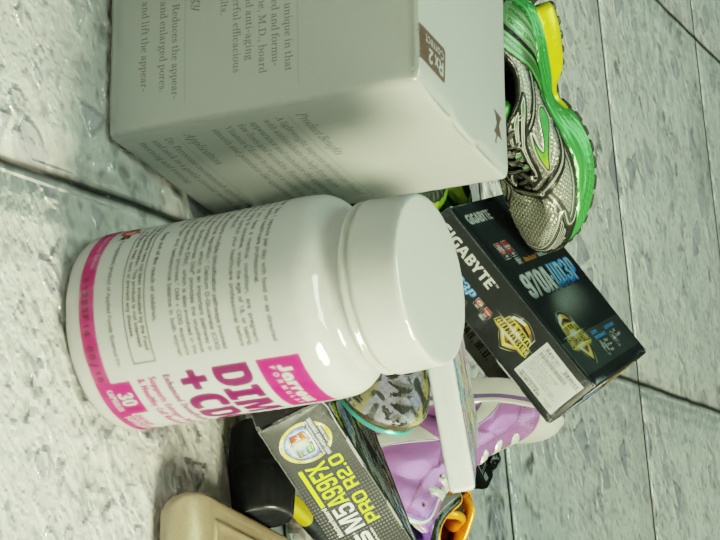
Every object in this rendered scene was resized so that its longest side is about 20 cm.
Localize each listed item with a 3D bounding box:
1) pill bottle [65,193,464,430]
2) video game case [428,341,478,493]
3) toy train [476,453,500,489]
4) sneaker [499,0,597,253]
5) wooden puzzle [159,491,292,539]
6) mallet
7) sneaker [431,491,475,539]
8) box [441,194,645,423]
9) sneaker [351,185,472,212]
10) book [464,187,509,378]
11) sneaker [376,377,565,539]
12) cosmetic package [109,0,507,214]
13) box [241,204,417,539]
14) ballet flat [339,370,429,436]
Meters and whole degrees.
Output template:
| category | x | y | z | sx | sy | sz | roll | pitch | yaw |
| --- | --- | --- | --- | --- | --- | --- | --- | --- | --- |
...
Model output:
| category | x | y | z | sx | sy | sz | roll | pitch | yaw |
| --- | --- | --- | --- | --- | --- | --- | --- | --- | --- |
| pill bottle | -0.052 | 0.020 | 1.277 | 0.113 | 0.200 | 0.114 | -10 | 90 | -66 |
| video game case | 0.055 | 0.051 | 1.472 | 0.200 | 0.018 | 0.144 | -61 | 141 | -82 |
| toy train | 0.064 | 0.111 | 1.804 | 0.200 | 0.034 | 0.046 | 60 | 41 | -46 |
| sneaker | 0.103 | -0.098 | 1.605 | 0.085 | 0.078 | 0.200 | -43 | 125 | -40 |
| wooden puzzle | -0.069 | 0.244 | 1.394 | 0.200 | 0.037 | 0.185 | 34 | 51 | -58 |
| mallet | -0.039 | 0.148 | 1.512 | 0.200 | 0.041 | 0.066 | 45 | 37 | -66 |
| sneaker | 0.044 | 0.159 | 1.664 | 0.078 | 0.077 | 0.200 | 37 | 47 | -60 |
| box | 0.122 | 0.022 | 1.654 | 0.159 | 0.046 | 0.200 | 52 | 17 | 8 |
| sneaker | 0.028 | -0.067 | 1.641 | 0.200 | 0.083 | 0.074 | -12 | 93 | -73 |
| book | 0.082 | 0.007 | 1.743 | 0.200 | 0.048 | 0.134 | 52 | 23 | 9 |
| sneaker | 0.057 | 0.135 | 1.605 | 0.200 | 0.073 | 0.115 | 1 | 68 | -26 |
| cosmetic package | -0.029 | -0.142 | 1.414 | 0.165 | 0.200 | 0.165 | 40 | 45 | -62 |
| box | -0.032 | 0.077 | 1.421 | 0.160 | 0.044 | 0.200 | 59 | 5 | -39 |
| ballet flat | 0.001 | 0.019 | 1.376 | 0.200 | 0.072 | 0.072 | -115 | -177 | -58 |
